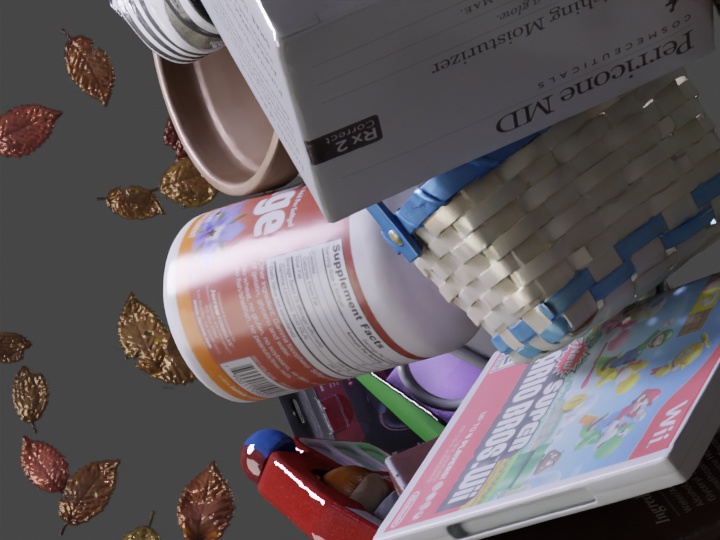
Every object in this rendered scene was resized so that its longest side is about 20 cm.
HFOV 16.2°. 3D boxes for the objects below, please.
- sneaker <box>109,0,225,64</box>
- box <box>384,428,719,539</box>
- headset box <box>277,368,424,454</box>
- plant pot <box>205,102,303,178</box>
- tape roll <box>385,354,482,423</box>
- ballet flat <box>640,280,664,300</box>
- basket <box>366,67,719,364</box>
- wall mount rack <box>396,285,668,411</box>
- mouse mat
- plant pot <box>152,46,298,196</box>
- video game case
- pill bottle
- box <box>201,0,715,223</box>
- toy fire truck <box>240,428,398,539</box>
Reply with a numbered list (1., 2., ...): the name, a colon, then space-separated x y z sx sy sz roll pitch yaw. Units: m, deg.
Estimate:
1. sneaker: -0.115 -0.204 1.356 0.115 0.076 0.201 -30 72 57
2. box: 0.147 0.154 1.275 0.164 0.200 0.166 -124 13 -58
3. headset box: 0.037 0.063 1.810 0.075 0.200 0.149 -136 22 -72
4. plant pot: 0.013 -0.116 1.589 0.187 0.187 0.200 61 -174 34
5. tape roll: 0.110 0.113 1.642 0.200 0.066 0.200 39 175 4
6. ballet flat: 0.137 0.043 1.369 0.067 0.062 0.200 -112 15 -75
7. basket: 0.072 -0.067 1.205 0.200 0.176 0.139 57 165 0
8. wall mount rack: 0.093 0.023 1.457 0.174 0.200 0.075 27 -153 7
9. mouse mat: 0.054 0.108 1.604 0.161 0.008 0.200 33 171 43
10. plant pot: -0.044 -0.147 1.427 0.201 0.093 0.201 32 127 57
11. video game case: 0.104 0.065 1.186 0.200 0.143 0.017 -22 114 47
12. pill bottle: 0.000 0.000 1.387 0.112 0.200 0.112 28 -125 -48
13. box: 0.025 -0.163 1.120 0.131 0.199 0.200 74 169 -55
14. toy fire truck: 0.019 0.141 1.436 0.168 0.112 0.200 26 -172 27
